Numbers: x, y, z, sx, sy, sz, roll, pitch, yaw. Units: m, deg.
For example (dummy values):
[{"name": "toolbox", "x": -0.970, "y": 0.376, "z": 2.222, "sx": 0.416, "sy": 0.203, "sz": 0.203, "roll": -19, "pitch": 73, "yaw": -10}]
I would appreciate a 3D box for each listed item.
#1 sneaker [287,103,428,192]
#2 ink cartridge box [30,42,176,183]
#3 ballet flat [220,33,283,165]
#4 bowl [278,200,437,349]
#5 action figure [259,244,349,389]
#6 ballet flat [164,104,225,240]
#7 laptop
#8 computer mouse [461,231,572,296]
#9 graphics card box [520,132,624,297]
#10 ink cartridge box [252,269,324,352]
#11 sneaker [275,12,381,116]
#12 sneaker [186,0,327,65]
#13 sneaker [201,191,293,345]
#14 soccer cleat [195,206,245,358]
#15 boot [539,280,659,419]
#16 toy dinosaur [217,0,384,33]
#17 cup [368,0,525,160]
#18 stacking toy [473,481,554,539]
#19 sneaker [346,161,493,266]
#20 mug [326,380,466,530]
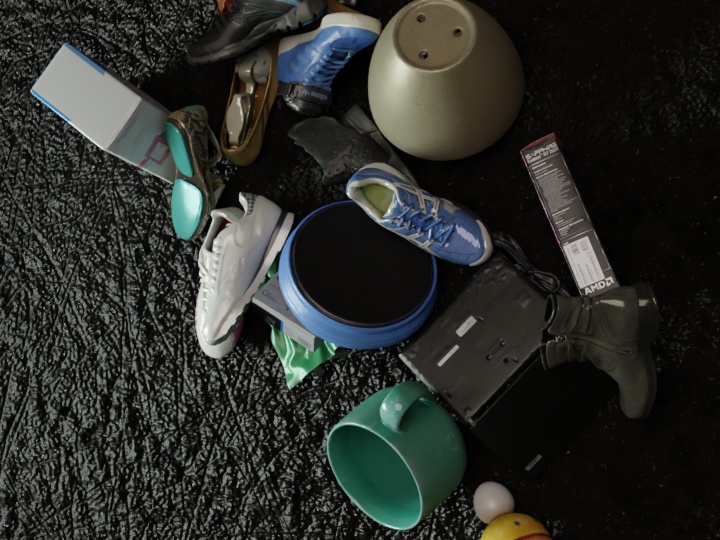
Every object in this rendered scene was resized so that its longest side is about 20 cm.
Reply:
[{"name": "sneaker", "x": -0.003, "y": -0.135, "z": 1.566, "sx": 0.104, "sy": 0.060, "sz": 0.200, "roll": -40, "pitch": 68, "yaw": 9}, {"name": "ink cartridge box", "x": -0.315, "y": -0.204, "z": 1.607, "sx": 0.144, "sy": 0.200, "sz": 0.085, "roll": 37, "pitch": 92, "yaw": 19}, {"name": "ballet flat", "x": -0.145, "y": -0.240, "z": 1.624, "sx": 0.068, "sy": 0.063, "sz": 0.201, "roll": 8, "pitch": 86, "yaw": 19}, {"name": "bowl", "x": 0.000, "y": 0.000, "z": 1.495, "sx": 0.200, "sy": 0.039, "sz": 0.201, "roll": 5, "pitch": 58, "yaw": -8}, {"name": "action figure", "x": -0.087, "y": 0.039, "z": 1.575, "sx": 0.118, "sy": 0.055, "sz": 0.200, "roll": -36, "pitch": 67, "yaw": 13}, {"name": "ballet flat", "x": -0.213, "y": -0.131, "z": 1.610, "sx": 0.068, "sy": 0.075, "sz": 0.201, "roll": 31, "pitch": 139, "yaw": 31}, {"name": "laptop", "x": 0.183, "y": 0.115, "z": 1.455, "sx": 0.177, "sy": 0.103, "sz": 0.200, "roll": -46, "pitch": 62, "yaw": 2}, {"name": "computer mouse", "x": 0.153, "y": 0.066, "z": 1.491, "sx": 0.138, "sy": 0.053, "sz": 0.200, "roll": 42, "pitch": 91, "yaw": 7}, {"name": "graphics card box", "x": 0.254, "y": -0.051, "z": 1.429, "sx": 0.051, "sy": 0.125, "sz": 0.201, "roll": -25, "pitch": 76, "yaw": 12}, {"name": "ink cartridge box", "x": -0.039, "y": 0.005, "z": 1.536, "sx": 0.099, "sy": 0.039, "sz": 0.200, "roll": 32, "pitch": 58, "yaw": 18}, {"name": "sneaker", "x": -0.044, "y": -0.254, "z": 1.547, "sx": 0.200, "sy": 0.077, "sz": 0.112, "roll": -6, "pitch": 76, "yaw": 52}, {"name": "sneaker", "x": -0.142, "y": -0.327, "z": 1.566, "sx": 0.199, "sy": 0.073, "sz": 0.082, "roll": -23, "pitch": 100, "yaw": 15}, {"name": "sneaker", "x": -0.159, "y": -0.001, "z": 1.536, "sx": 0.080, "sy": 0.076, "sz": 0.201, "roll": 28, "pitch": 74, "yaw": -7}, {"name": "soccer cleat", "x": -0.189, "y": 0.014, "z": 1.595, "sx": 0.070, "sy": 0.086, "sz": 0.201, "roll": 7, "pitch": 86, "yaw": 20}, {"name": "boot", "x": 0.265, "y": 0.094, "z": 1.377, "sx": 0.130, "sy": 0.201, "sz": 0.068, "roll": -8, "pitch": 39, "yaw": 1}, {"name": "toy dinosaur", "x": -0.090, "y": -0.347, "z": 1.597, "sx": 0.181, "sy": 0.105, "sz": 0.201, "roll": -30, "pitch": 76, "yaw": 15}, {"name": "cup", "x": 0.096, "y": -0.253, "z": 1.477, "sx": 0.199, "sy": 0.143, "sz": 0.201, "roll": -3, "pitch": 72, "yaw": 10}, {"name": "stacking toy", "x": 0.184, "y": 0.336, "z": 1.421, "sx": 0.146, "sy": 0.146, "sz": 0.200, "roll": -35, "pitch": 58, "yaw": 12}, {"name": "sneaker", "x": 0.067, "y": -0.061, "z": 1.467, "sx": 0.200, "sy": 0.077, "sz": 0.076, "roll": 29, "pitch": 112, "yaw": 18}, {"name": "mug", "x": 0.060, "y": 0.210, "z": 1.442, "sx": 0.152, "sy": 0.114, "sz": 0.185, "roll": 55, "pitch": 143, "yaw": 0}]
